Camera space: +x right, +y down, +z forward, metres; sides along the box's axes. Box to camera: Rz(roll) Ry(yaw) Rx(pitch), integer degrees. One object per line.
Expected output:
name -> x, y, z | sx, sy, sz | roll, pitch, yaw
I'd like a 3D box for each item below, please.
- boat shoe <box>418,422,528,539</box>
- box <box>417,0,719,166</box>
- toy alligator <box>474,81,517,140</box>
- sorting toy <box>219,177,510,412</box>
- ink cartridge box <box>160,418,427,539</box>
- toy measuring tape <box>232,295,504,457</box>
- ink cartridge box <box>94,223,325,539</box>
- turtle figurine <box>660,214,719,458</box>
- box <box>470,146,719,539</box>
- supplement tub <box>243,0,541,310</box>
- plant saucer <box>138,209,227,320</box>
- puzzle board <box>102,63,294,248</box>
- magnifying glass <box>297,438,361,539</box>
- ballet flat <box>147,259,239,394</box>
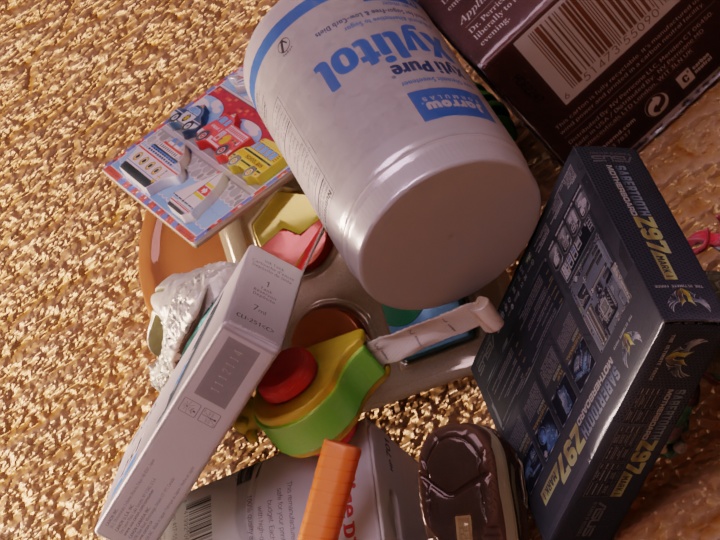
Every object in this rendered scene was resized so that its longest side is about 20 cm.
boat shoe -> 0.078, 0.197, 1.382 | 0.075, 0.075, 0.203 | 1, 85, 27
box -> 0.135, -0.200, 1.541 | 0.166, 0.164, 0.200 | -42, 45, 6
toy alligator -> 0.062, -0.121, 1.611 | 0.054, 0.059, 0.200 | -52, 45, 10
sorting toy -> 0.000, 0.000, 1.525 | 0.200, 0.036, 0.185 | -21, 80, 22
ink cartridge box -> -0.052, 0.206, 1.462 | 0.200, 0.086, 0.147 | -23, 50, 20
toy measuring tape -> -0.002, 0.074, 1.410 | 0.200, 0.074, 0.074 | -20, 51, 27
ink cartridge box -> -0.096, 0.065, 1.460 | 0.200, 0.045, 0.176 | -57, 9, 32
turtle figurine -> 0.229, 0.053, 1.355 | 0.150, 0.101, 0.200 | -47, 51, 1
box -> 0.143, 0.048, 1.373 | 0.158, 0.051, 0.200 | -111, 32, -44
supplement tub -> 0.017, -0.087, 1.424 | 0.132, 0.132, 0.200 | -39, 51, 9
plant saucer -> -0.103, -0.026, 1.647 | 0.200, 0.037, 0.201 | -19, 64, 45
puzzle board -> -0.096, -0.093, 1.601 | 0.151, 0.017, 0.200 | -36, 28, -10
magnifying glass -> -0.037, 0.204, 1.373 | 0.079, 0.022, 0.200 | 15, 89, 27
ballet flat -> -0.121, 0.042, 1.544 | 0.072, 0.200, 0.072 | 5, 59, -8
